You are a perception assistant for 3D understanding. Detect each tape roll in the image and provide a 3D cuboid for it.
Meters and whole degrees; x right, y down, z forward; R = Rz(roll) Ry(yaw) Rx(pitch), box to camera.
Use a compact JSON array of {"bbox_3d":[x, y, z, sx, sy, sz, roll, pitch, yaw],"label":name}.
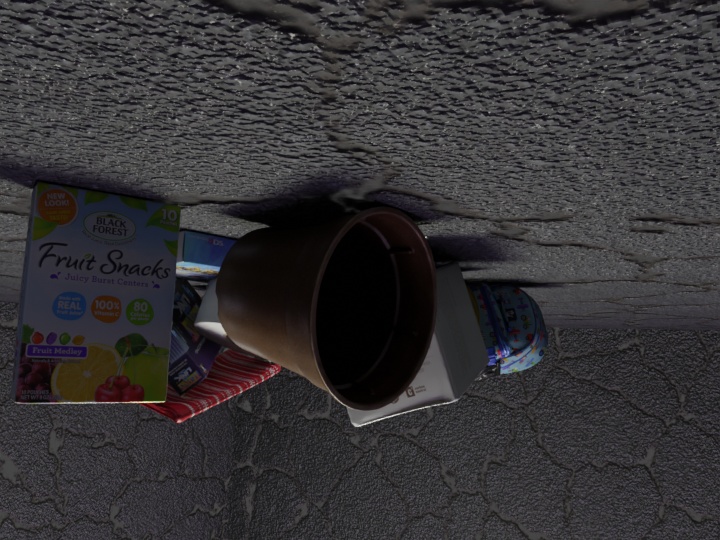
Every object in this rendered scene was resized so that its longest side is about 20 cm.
[{"bbox_3d":[-0.150,0.083,0.929,0.197,0.072,0.203,13,159,5],"label":"tape roll"}]

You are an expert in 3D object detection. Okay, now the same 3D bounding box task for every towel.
[{"bbox_3d":[-0.243,0.177,0.959,0.142,0.023,0.198,6,-161,42],"label":"towel"}]

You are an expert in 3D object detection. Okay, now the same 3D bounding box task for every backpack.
[{"bbox_3d":[0.263,0.111,1.184,0.195,0.187,0.135,-13,153,10],"label":"backpack"}]

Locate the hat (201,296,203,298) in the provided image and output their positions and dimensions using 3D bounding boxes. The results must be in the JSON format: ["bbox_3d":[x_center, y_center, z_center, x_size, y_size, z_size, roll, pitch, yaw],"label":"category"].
[{"bbox_3d":[-0.370,0.061,1.576,0.162,0.179,0.202,8,133,-26],"label":"hat"}]

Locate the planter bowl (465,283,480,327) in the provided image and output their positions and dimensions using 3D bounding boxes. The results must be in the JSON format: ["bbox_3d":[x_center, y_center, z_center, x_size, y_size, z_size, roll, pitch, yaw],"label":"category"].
[{"bbox_3d":[0.102,0.092,1.040,0.198,0.205,0.083,-6,157,45],"label":"planter bowl"}]

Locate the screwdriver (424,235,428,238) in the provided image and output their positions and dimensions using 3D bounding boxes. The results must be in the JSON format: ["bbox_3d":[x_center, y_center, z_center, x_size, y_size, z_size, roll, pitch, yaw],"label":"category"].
[{"bbox_3d":[0.012,-0.026,0.756,0.027,0.030,0.198,9,175,-40],"label":"screwdriver"}]

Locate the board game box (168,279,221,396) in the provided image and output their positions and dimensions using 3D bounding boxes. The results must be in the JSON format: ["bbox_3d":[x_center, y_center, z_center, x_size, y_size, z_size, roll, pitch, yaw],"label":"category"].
[{"bbox_3d":[-0.295,0.082,0.961,0.056,0.166,0.200,-36,-167,6],"label":"board game box"}]

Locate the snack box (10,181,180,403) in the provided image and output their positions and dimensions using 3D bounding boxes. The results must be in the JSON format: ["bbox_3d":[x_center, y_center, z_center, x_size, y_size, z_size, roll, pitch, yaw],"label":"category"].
[{"bbox_3d":[-0.262,0.028,0.608,0.140,0.206,0.052,8,171,-34],"label":"snack box"}]

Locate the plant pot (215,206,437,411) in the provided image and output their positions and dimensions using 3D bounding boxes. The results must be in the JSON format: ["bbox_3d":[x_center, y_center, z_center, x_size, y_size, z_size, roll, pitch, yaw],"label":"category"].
[{"bbox_3d":[-0.048,0.033,0.674,0.195,0.206,0.198,5,176,42],"label":"plant pot"}]

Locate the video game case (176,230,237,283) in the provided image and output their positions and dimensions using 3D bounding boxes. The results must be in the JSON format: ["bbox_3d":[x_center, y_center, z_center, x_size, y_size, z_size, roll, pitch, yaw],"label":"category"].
[{"bbox_3d":[-0.220,-0.011,0.900,0.179,0.047,0.197,-7,168,44],"label":"video game case"}]

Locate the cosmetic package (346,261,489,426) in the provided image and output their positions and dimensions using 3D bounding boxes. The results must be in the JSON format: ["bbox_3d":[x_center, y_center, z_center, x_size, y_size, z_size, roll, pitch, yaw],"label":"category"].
[{"bbox_3d":[0.070,0.099,0.879,0.164,0.170,0.199,-20,178,26],"label":"cosmetic package"}]
